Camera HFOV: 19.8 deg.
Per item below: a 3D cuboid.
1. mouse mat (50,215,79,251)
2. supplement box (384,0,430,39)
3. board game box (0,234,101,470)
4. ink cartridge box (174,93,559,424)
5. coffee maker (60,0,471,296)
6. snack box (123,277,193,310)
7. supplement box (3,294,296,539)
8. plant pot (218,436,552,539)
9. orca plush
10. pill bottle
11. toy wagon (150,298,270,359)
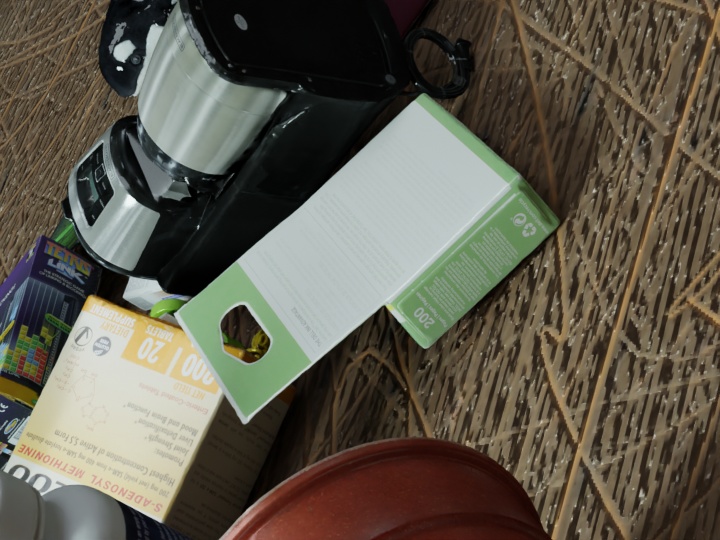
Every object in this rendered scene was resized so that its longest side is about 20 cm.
[{"bbox_3d":[-0.182,-0.068,1.524,0.200,0.008,0.161,-43,16,26],"label":"mouse mat"},{"bbox_3d":[-0.034,-0.218,1.399,0.131,0.103,0.200,-53,31,5],"label":"supplement box"},{"bbox_3d":[-0.264,0.098,1.446,0.200,0.056,0.166,-48,23,33],"label":"board game box"},{"bbox_3d":[0.000,0.000,1.163,0.200,0.048,0.146,-43,32,1],"label":"ink cartridge box"},{"bbox_3d":[-0.062,-0.078,1.276,0.200,0.191,0.135,-54,19,42],"label":"coffee maker"},{"bbox_3d":[-0.108,-0.069,1.448,0.072,0.024,0.201,-14,51,53],"label":"snack box"},{"bbox_3d":[-0.141,0.130,1.217,0.125,0.074,0.201,17,77,32],"label":"supplement box"},{"bbox_3d":[0.046,0.201,0.827,0.201,0.200,0.195,-56,38,3],"label":"plant pot"},{"bbox_3d":[-0.166,-0.242,1.647,0.201,0.071,0.105,-58,30,0],"label":"orca plush"},{"bbox_3d":[-0.132,0.180,1.079,0.111,0.199,0.112,-35,37,32],"label":"pill bottle"},{"bbox_3d":[-0.135,0.089,1.328,0.200,0.039,0.156,-36,37,34],"label":"toy wagon"}]
